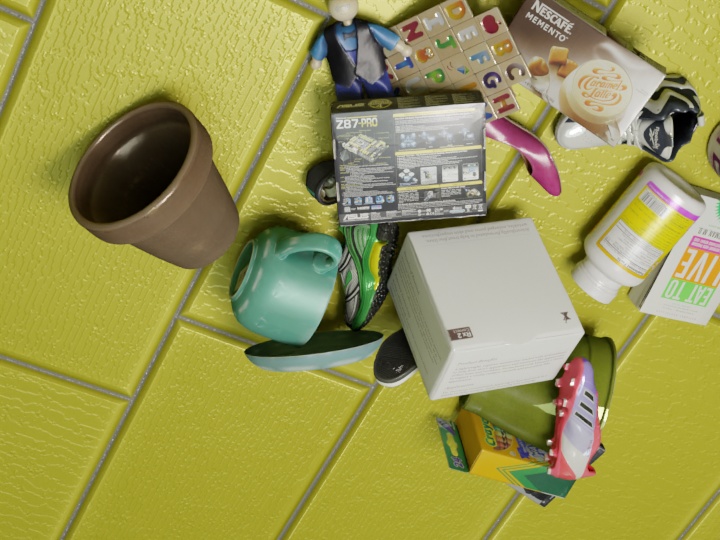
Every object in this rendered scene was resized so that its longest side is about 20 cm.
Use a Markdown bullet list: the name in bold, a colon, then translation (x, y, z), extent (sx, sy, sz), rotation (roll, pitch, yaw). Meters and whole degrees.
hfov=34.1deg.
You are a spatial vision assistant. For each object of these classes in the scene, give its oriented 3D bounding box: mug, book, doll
- **mug**: translation (-0.107, 0.004, 1.618), extent (0.114, 0.152, 0.186), rotation (21, 109, -17)
- **book**: translation (0.506, -0.020, 1.754), extent (0.133, 0.048, 0.201), rotation (13, 117, -20)
- **doll**: translation (0.002, -0.268, 1.522), extent (0.136, 0.049, 0.201), rotation (-10, 116, 14)

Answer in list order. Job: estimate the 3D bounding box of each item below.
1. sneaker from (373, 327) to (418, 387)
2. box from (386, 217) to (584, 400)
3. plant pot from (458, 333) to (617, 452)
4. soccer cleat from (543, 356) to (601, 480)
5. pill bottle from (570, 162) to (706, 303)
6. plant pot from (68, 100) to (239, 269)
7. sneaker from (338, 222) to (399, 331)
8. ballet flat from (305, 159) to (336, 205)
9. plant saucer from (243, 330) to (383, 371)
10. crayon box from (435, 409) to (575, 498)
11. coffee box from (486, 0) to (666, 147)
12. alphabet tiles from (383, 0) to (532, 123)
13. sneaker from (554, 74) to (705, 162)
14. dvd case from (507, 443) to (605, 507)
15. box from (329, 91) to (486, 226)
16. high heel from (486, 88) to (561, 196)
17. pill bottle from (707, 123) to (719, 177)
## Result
- **sneaker**: translation (0.089, 0.124, 1.718), extent (0.083, 0.200, 0.121), rotation (20, 141, 30)
- **box**: translation (0.167, 0.051, 1.617), extent (0.198, 0.201, 0.131), rotation (-7, 147, -20)
- **plant pot**: translation (0.255, 0.169, 1.758), extent (0.192, 0.201, 0.201), rotation (17, 118, -4)
- **soccer cleat**: translation (0.307, 0.206, 1.636), extent (0.076, 0.067, 0.201), rotation (4, 118, -5)
- **pill bottle**: translation (0.392, -0.049, 1.681), extent (0.104, 0.104, 0.200), rotation (28, 114, -22)
- **plant pot**: translation (-0.250, -0.090, 1.534), extent (0.200, 0.201, 0.175), rotation (-30, 137, 10)
- **sneaker**: translation (0.000, 0.000, 1.687), extent (0.085, 0.078, 0.201), rotation (21, 127, 16)
- **ballet flat**: translation (0.022, -0.137, 1.598), extent (0.199, 0.073, 0.073), rotation (-19, 122, 4)
- **plant saucer**: translation (-0.065, 0.115, 1.666), extent (0.199, 0.200, 0.028), rotation (-7, 95, -4)
- **crayon box**: translation (0.225, 0.271, 1.810), extent (0.199, 0.126, 0.052), rotation (16, 118, -17)
- **coffee box**: translation (0.277, -0.265, 1.506), extent (0.200, 0.080, 0.115), rotation (35, 113, 2)
- **alphabet tiles**: translation (0.112, -0.256, 1.517), extent (0.199, 0.006, 0.167), rotation (-20, 109, 30)
- **sneaker**: translation (0.368, -0.191, 1.576), extent (0.198, 0.130, 0.080), rotation (-11, 121, -1)
- **dvd case**: translation (0.280, 0.292, 1.919), extent (0.200, 0.025, 0.150), rotation (34, 111, -24)
- **box**: translation (0.063, -0.144, 1.529), extent (0.199, 0.049, 0.162), rotation (-5, 120, 0)
- **high heel**: translation (0.196, -0.167, 1.603), extent (0.096, 0.067, 0.200), rotation (-34, 105, 1)
- **pill bottle**: translation (0.559, -0.132, 1.597), extent (0.112, 0.200, 0.113), rotation (-3, 122, -6)
